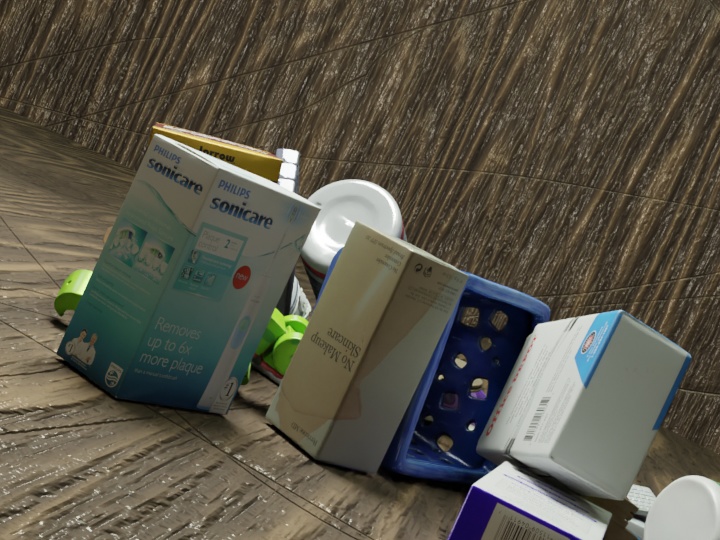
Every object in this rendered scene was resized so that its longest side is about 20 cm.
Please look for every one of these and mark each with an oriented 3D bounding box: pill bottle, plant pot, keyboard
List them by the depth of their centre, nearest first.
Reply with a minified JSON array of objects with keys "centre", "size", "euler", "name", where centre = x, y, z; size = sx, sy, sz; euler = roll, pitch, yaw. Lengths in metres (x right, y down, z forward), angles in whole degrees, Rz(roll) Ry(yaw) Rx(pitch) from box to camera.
[{"centre":[0.051,0.089,1.291],"size":[0.179,0.201,0.199],"euler":[19,-1,37],"name":"plant pot"},{"centre":[0.403,0.294,1.331],"size":[0.199,0.113,0.113],"euler":[24,4,-26],"name":"pill bottle"},{"centre":[0.252,0.246,1.446],"size":[0.198,0.011,0.056],"euler":[14,26,-19],"name":"keyboard"},{"centre":[0.000,0.000,1.452],"size":[0.119,0.120,0.200],"euler":[26,-23,23],"name":"pill bottle"}]

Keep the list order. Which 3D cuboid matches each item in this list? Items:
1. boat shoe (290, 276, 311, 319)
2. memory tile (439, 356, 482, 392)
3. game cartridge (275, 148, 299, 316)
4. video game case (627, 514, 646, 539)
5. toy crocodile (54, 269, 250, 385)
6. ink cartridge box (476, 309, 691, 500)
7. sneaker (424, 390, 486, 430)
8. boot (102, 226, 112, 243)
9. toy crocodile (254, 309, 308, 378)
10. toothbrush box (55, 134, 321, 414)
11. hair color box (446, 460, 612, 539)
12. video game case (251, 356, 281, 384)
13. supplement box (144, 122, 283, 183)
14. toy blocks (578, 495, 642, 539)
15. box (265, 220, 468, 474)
[{"centre":[-0.091,0.041,1.590],"size":[0.067,0.074,0.200],"euler":[37,4,-12],"name":"boat shoe"},{"centre":[0.036,0.107,1.504],"size":[0.198,0.017,0.153],"euler":[8,14,-15],"name":"memory tile"},{"centre":[-0.089,-0.021,1.405],"size":[0.038,0.130,0.201],"euler":[9,-35,2],"name":"game cartridge"},{"centre":[0.255,0.260,1.531],"size":[0.199,0.023,0.182],"euler":[26,4,7],"name":"video game case"},{"centre":[-0.188,0.056,1.195],"size":[0.199,0.062,0.068],"euler":[26,39,-26],"name":"toy crocodile"},{"centre":[0.199,0.125,1.180],"size":[0.084,0.147,0.200],"euler":[30,-11,-8],"name":"ink cartridge box"},{"centre":[0.096,0.146,1.576],"size":[0.199,0.084,0.081],"euler":[25,-3,-15],"name":"sneaker"},{"centre":[-0.237,-0.002,1.692],"size":[0.199,0.071,0.146],"euler":[26,-3,-1],"name":"boot"},{"centre":[-0.098,0.048,1.198],"size":[0.200,0.062,0.068],"euler":[50,8,-16],"name":"toy crocodile"},{"centre":[-0.140,0.007,1.065],"size":[0.085,0.201,0.146],"euler":[27,3,34],"name":"toothbrush box"},{"centre":[0.144,0.218,1.068],"size":[0.109,0.065,0.200],"euler":[25,5,14],"name":"hair color box"},{"centre":[-0.073,0.108,1.487],"size":[0.182,0.022,0.199],"euler":[29,5,42],"name":"video game case"},{"centre":[-0.173,-0.038,1.325],"size":[0.132,0.202,0.197],"euler":[14,5,-10],"name":"supplement box"},{"centre":[0.223,0.228,1.324],"size":[0.136,0.100,0.200],"euler":[35,1,-34],"name":"toy blocks"},{"centre":[0.005,0.069,1.145],"size":[0.077,0.201,0.095],"euler":[22,4,-41],"name":"box"}]
